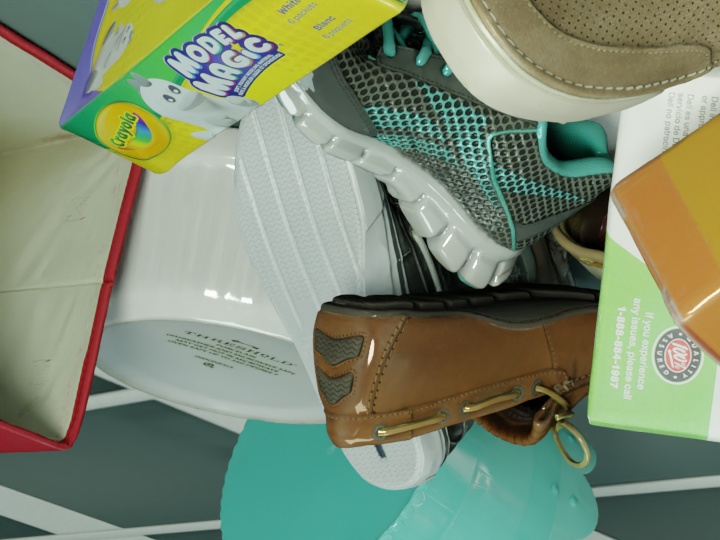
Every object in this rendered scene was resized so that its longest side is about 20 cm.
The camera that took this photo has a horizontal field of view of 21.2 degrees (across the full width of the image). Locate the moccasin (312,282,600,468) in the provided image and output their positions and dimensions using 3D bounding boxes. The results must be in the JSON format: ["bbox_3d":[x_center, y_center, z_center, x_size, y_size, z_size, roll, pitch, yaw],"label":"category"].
[{"bbox_3d":[0.067,0.046,0.844,0.201,0.078,0.074,-4,-173,-45],"label":"moccasin"}]

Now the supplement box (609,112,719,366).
[{"bbox_3d":[0.185,-0.047,0.621,0.200,0.067,0.069,-36,137,18],"label":"supplement box"}]

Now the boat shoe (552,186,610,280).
[{"bbox_3d":[0.166,-0.021,0.825,0.066,0.074,0.200,20,158,-38],"label":"boat shoe"}]

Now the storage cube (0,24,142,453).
[{"bbox_3d":[-0.233,-0.018,0.887,0.180,0.171,0.200,-6,154,38],"label":"storage cube"}]

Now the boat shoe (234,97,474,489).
[{"bbox_3d":[0.000,0.000,0.882,0.072,0.071,0.200,-4,111,35],"label":"boat shoe"}]

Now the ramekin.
[{"bbox_3d":[-0.058,0.010,0.986,0.202,0.094,0.202,9,160,3],"label":"ramekin"}]

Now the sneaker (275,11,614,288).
[{"bbox_3d":[0.033,-0.076,0.776,0.091,0.078,0.200,-30,137,22],"label":"sneaker"}]

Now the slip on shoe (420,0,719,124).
[{"bbox_3d":[0.102,-0.095,0.580,0.200,0.076,0.061,-12,161,-41],"label":"slip on shoe"}]

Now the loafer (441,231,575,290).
[{"bbox_3d":[0.071,-0.003,0.943,0.072,0.063,0.200,16,146,29],"label":"loafer"}]

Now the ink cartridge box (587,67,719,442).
[{"bbox_3d":[0.193,-0.009,0.722,0.200,0.146,0.084,7,-161,9],"label":"ink cartridge box"}]

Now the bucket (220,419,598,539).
[{"bbox_3d":[0.024,0.135,1.134,0.207,0.207,0.135,-11,141,44],"label":"bucket"}]

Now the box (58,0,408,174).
[{"bbox_3d":[-0.027,-0.114,0.610,0.048,0.118,0.200,25,155,-24],"label":"box"}]
